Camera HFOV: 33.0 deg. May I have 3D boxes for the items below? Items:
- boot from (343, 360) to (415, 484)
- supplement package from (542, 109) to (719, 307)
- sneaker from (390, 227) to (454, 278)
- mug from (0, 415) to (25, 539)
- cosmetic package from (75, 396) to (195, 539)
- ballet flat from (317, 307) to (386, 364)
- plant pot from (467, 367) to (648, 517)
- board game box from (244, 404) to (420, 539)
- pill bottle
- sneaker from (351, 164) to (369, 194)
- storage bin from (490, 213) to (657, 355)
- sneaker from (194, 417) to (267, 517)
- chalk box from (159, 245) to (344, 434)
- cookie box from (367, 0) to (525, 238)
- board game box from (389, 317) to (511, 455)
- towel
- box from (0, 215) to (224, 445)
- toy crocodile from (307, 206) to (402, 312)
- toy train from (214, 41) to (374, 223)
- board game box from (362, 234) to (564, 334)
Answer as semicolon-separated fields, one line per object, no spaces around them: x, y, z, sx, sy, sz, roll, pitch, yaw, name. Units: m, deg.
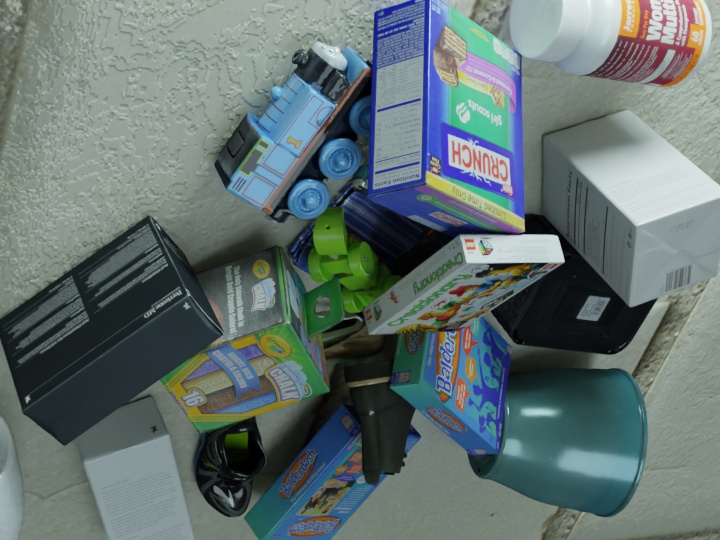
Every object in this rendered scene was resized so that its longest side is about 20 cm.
0.043;0.181;1.470;0.077;0.139;0.200;-11;172;31;boot
0.309;-0.075;1.398;0.121;0.200;0.120;-18;131;-14;supplement package
0.107;-0.033;1.378;0.200;0.075;0.078;-48;177;41;sneaker
-0.456;0.244;1.294;0.200;0.148;0.176;8;135;3;mug
-0.266;0.254;1.437;0.101;0.071;0.200;-17;131;-15;cosmetic package
-0.062;0.087;1.425;0.200;0.068;0.072;-17;118;-18;ballet flat
0.248;0.218;1.618;0.188;0.200;0.200;9;122;-15;plant pot
-0.033;0.263;1.550;0.200;0.045;0.152;-50;149;12;board game box
0.265;-0.259;1.293;0.200;0.110;0.110;2;124;-30;pill bottle
0.065;-0.125;1.301;0.200;0.077;0.080;-22;105;-40;sneaker
0.266;0.020;1.526;0.200;0.094;0.135;9;120;-32;storage bin
-0.156;0.233;1.471;0.071;0.083;0.200;-11;133;-22;sneaker
-0.109;0.068;1.307;0.200;0.125;0.124;-18;134;8;chalk box
0.089;-0.146;1.213;0.075;0.200;0.171;-11;159;38;cookie box
0.114;0.116;1.485;0.045;0.152;0.200;-10;145;33;board game box
0.028;-0.056;1.385;0.200;0.024;0.145;-47;133;11;towel
-0.257;0.060;1.241;0.200;0.141;0.079;-35;133;1;box
0.000;0.000;1.363;0.067;0.062;0.200;-8;147;27;toy crocodile
-0.055;-0.141;1.232;0.114;0.087;0.200;29;106;-32;toy train
0.105;0.017;1.289;0.126;0.035;0.200;-1;157;-31;board game box
